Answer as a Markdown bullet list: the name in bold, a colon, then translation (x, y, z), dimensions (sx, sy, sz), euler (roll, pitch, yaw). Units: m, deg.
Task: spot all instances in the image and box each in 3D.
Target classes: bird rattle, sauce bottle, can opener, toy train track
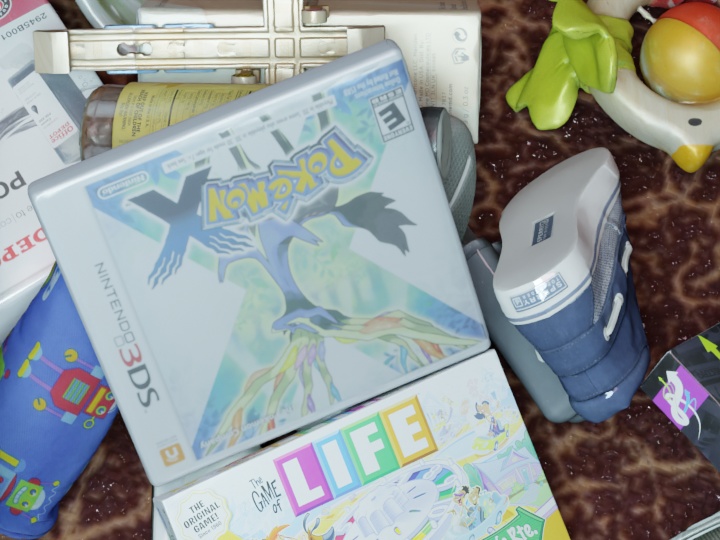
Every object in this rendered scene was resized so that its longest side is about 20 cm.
- **bird rattle**: translation (0.186, -0.148, 1.164), dimensions (0.163, 0.113, 0.200), euler (44, 61, 6)
- **sauce bottle**: translation (-0.050, -0.068, 1.033), dimensions (0.198, 0.065, 0.065), euler (4, 67, 12)
- **can opener**: translation (0.062, 0.014, 1.113), dimensions (0.067, 0.053, 0.201), euler (-42, 68, 20)
- **toy train track**: translation (-0.085, -0.122, 1.064), dimensions (0.197, 0.033, 0.116), euler (0, 104, 2)

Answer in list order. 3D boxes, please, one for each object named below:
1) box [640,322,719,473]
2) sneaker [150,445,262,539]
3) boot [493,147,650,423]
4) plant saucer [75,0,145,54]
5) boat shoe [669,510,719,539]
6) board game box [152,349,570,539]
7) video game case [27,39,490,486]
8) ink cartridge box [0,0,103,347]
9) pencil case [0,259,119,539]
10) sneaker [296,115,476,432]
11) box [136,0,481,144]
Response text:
- **box**: translation (0.263, 0.103, 1.028), dimensions (0.142, 0.036, 0.200), euler (-22, 64, -46)
- **sneaker**: translation (-0.076, 0.104, 1.066), dimensions (0.084, 0.073, 0.202), euler (0, 76, -5)
- **boot**: translation (0.124, 0.006, 1.074), dimensions (0.072, 0.200, 0.091), euler (-24, 107, 24)
- **plant saucer**: translation (-0.088, -0.216, 1.182), dimensions (0.198, 0.050, 0.203), euler (0, 101, 2)
- **boat shoe**: translation (0.154, 0.182, 1.016), dimensions (0.200, 0.071, 0.072), euler (-40, 71, -14)
- **board game box**: translation (0.006, 0.143, 1.020), dimensions (0.198, 0.034, 0.136), euler (-24, 92, -15)
- **video game case**: translation (-0.047, -0.001, 0.984), dimensions (0.198, 0.184, 0.022), euler (-22, 28, -6)
- **ink cartridge box**: translation (-0.210, -0.064, 1.130), dimensions (0.145, 0.085, 0.201), euler (-31, 71, -11)
- **pencil case**: translation (-0.158, 0.046, 1.039), dimensions (0.201, 0.078, 0.087), euler (-58, 30, 16)
- **sneaker**: translation (0.000, 0.000, 1.074), dimensions (0.080, 0.070, 0.202), euler (27, 94, 28)
- **box**: translation (-0.029, -0.121, 1.127), dimensions (0.197, 0.095, 0.079), euler (1, 105, 0)
